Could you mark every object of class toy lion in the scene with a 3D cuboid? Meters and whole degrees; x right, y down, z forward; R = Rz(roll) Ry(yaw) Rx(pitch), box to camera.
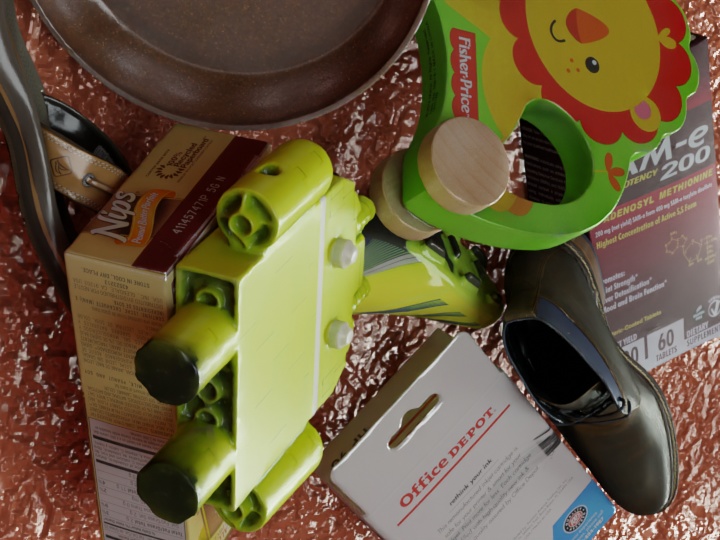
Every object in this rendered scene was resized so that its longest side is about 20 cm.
[{"bbox_3d":[0.101,-0.105,0.876,0.191,0.069,0.200,11,69,-28],"label":"toy lion"}]

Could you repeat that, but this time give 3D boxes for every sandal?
[{"bbox_3d":[-0.137,-0.054,0.766,0.055,0.082,0.200,-16,109,-6],"label":"sandal"}]

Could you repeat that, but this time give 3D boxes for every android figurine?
[{"bbox_3d":[-0.041,0.028,0.760,0.200,0.041,0.182,-44,143,-56],"label":"android figurine"}]

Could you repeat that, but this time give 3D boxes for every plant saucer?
[{"bbox_3d":[-0.061,-0.161,0.736,0.200,0.035,0.201,4,121,7],"label":"plant saucer"}]

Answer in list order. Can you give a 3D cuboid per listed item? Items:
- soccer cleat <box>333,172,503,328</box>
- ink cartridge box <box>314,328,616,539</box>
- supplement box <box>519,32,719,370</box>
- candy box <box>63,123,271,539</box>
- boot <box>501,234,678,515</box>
[{"bbox_3d":[-0.001,-0.001,0.908,0.200,0.065,0.084,20,123,-42],"label":"soccer cleat"},{"bbox_3d":[0.054,0.118,0.961,0.116,0.068,0.200,-46,129,-8],"label":"ink cartridge box"},{"bbox_3d":[0.163,-0.039,0.999,0.109,0.061,0.200,-23,117,-27],"label":"supplement box"},{"bbox_3d":[-0.085,0.044,0.793,0.115,0.055,0.200,-57,154,-48],"label":"candy box"},{"bbox_3d":[0.128,0.078,0.945,0.200,0.075,0.097,63,26,-17],"label":"boot"}]
